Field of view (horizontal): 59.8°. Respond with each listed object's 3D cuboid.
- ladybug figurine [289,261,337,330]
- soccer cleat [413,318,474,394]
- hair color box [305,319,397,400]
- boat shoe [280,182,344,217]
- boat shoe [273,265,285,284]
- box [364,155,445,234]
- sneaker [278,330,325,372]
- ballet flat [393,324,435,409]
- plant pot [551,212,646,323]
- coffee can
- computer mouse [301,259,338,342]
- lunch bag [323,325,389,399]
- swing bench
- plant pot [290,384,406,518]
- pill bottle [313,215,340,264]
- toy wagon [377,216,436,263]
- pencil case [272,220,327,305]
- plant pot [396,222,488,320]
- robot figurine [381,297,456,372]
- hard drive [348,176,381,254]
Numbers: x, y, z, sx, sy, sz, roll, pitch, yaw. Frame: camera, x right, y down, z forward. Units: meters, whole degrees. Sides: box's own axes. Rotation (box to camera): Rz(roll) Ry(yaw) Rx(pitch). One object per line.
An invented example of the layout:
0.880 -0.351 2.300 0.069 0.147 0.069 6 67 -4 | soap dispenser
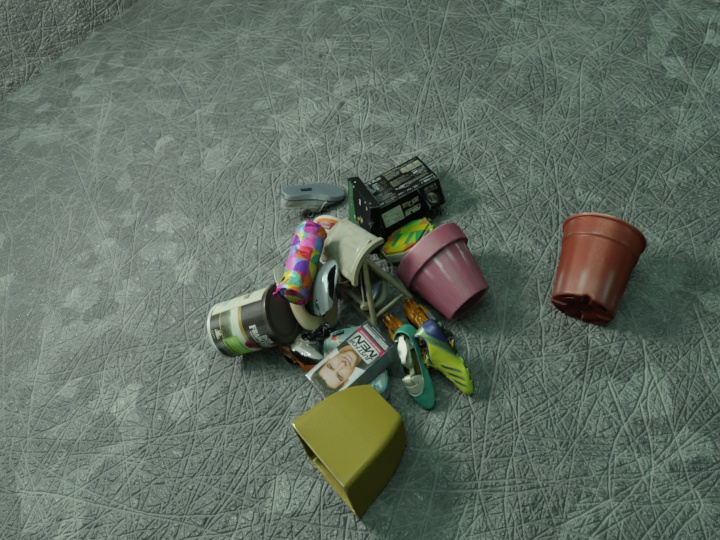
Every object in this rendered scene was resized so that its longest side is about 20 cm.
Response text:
-0.128 0.067 1.593 0.133 0.206 0.071 -13 2 -35 | ladybug figurine
0.194 0.210 1.461 0.083 0.065 0.203 -32 95 -3 | soccer cleat
-0.021 0.223 1.463 0.199 0.061 0.099 -40 56 -12 | hair color box
-0.144 -0.203 1.869 0.197 0.088 0.075 -7 44 -26 | boat shoe
-0.196 0.071 1.708 0.072 0.061 0.202 0 43 -39 | boat shoe
0.114 -0.215 1.765 0.196 0.087 0.165 -28 36 -4 | box
-0.131 0.192 1.568 0.092 0.077 0.198 -40 28 -22 | sneaker
0.118 0.229 1.467 0.066 0.070 0.206 -21 79 37 | ballet flat
0.547 0.004 1.475 0.196 0.201 0.199 16 71 24 | plant pot
-0.272 0.131 1.603 0.196 0.146 0.150 -17 51 28 | coffee can
-0.098 0.069 1.514 0.109 0.043 0.206 -15 65 56 | computer mouse
-0.006 0.230 1.539 0.156 0.078 0.204 -14 55 7 | lunch bag
0.000 0.000 1.577 0.129 0.202 0.198 -37 31 -12 | swing bench
-0.005 0.376 1.383 0.199 0.198 0.194 -38 55 -19 | plant pot
-0.102 -0.040 1.724 0.106 0.110 0.204 3 58 17 | pill bottle
0.134 -0.093 1.697 0.152 0.040 0.201 -8 34 39 | toy wagon
-0.142 -0.018 1.509 0.086 0.089 0.204 7 62 19 | pencil case
0.217 0.015 1.562 0.198 0.201 0.180 -36 71 -10 | plant pot
0.144 0.165 1.551 0.144 0.059 0.201 -37 55 -7 | robot figurine
0.010 -0.154 1.717 0.037 0.143 0.201 -10 32 -15 | hard drive
